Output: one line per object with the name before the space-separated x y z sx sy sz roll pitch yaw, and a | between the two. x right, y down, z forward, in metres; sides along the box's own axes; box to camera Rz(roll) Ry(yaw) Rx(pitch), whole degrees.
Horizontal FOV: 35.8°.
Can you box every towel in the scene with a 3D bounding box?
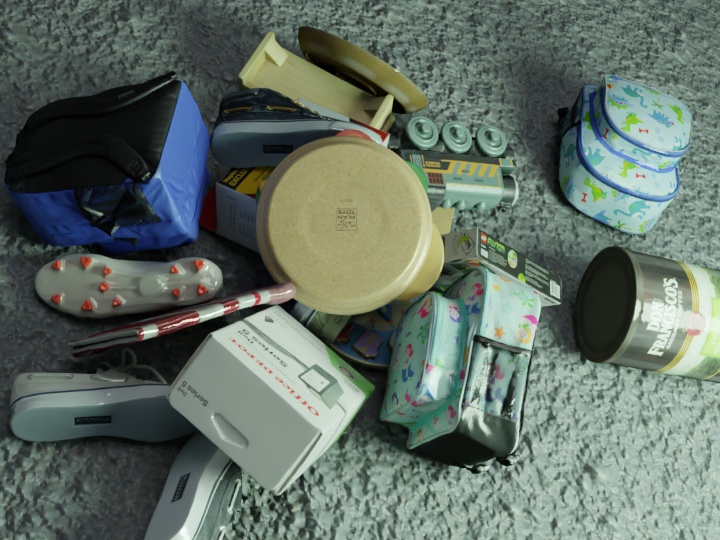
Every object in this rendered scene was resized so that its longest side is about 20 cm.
towel | -0.181 0.051 1.141 0.199 0.143 0.023 -17 92 -44

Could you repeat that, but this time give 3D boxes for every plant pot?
plant pot | -0.002 -0.260 1.482 0.199 0.200 0.028 30 88 -1

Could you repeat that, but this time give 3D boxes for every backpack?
backpack | -0.274 -0.097 1.214 0.198 0.169 0.164 -4 46 13
backpack | 0.113 0.098 1.213 0.149 0.178 0.202 24 67 -10
backpack | 0.376 -0.169 1.589 0.181 0.147 0.201 20 51 -6

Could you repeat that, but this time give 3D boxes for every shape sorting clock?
shape sorting clock | 0.018 0.023 1.323 0.198 0.039 0.202 7 61 -13

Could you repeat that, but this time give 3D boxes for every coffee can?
coffee can | 0.393 0.059 1.416 0.198 0.147 0.148 10 50 -18

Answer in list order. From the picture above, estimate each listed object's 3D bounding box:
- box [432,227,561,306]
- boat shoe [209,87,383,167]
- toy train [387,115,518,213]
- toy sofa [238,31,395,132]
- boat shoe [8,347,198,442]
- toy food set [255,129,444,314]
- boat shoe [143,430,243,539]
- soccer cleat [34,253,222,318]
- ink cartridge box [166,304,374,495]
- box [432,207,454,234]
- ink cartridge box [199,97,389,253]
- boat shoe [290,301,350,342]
box | 0.143 0.005 1.305 0.199 0.109 0.035 25 62 -49
boat shoe | -0.071 -0.166 1.283 0.198 0.071 0.091 4 46 -2
toy train | 0.117 -0.130 1.453 0.198 0.085 0.115 3 66 -25
toy sofa | -0.059 -0.217 1.461 0.199 0.098 0.083 29 71 8
boat shoe | -0.249 0.121 1.120 0.200 0.075 0.087 -1 44 -18
toy food set | -0.015 -0.052 1.202 0.198 0.049 0.200 -16 83 -6
boat shoe | -0.146 0.219 1.090 0.068 0.071 0.201 55 27 -23
soccer cleat | -0.248 0.018 1.204 0.198 0.078 0.070 -2 81 -4
ink cartridge box | -0.084 0.122 1.118 0.145 0.084 0.200 39 14 7
box | 0.041 -0.083 1.445 0.162 0.021 0.201 22 49 -7
ink cartridge box | -0.087 -0.113 1.339 0.174 0.084 0.200 23 46 14
boat shoe | 0.000 0.000 1.277 0.062 0.072 0.200 40 67 2
